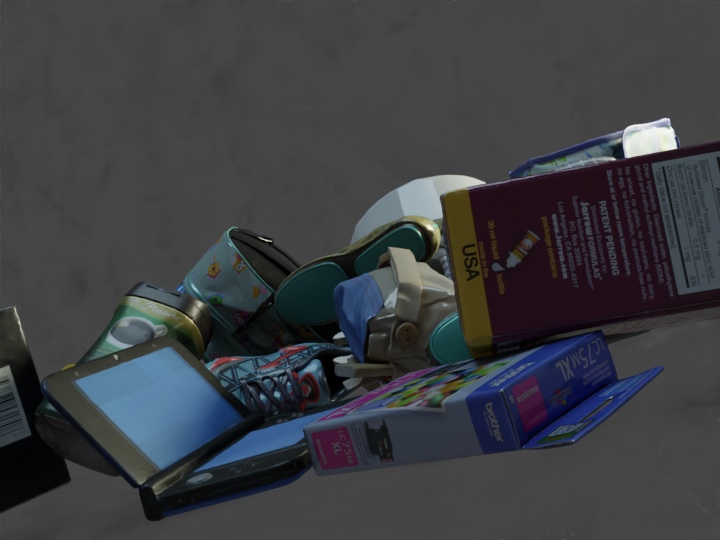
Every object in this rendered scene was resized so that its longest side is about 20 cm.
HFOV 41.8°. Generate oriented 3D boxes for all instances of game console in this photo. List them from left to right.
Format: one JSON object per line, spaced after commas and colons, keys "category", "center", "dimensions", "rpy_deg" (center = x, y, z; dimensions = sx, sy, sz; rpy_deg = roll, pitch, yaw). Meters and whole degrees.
{"category": "game console", "center": [-0.105, 0.096, 0.713], "dimensions": [0.169, 0.120, 0.200], "rpy_deg": [-19, 1, 18]}

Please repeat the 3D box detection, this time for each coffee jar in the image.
{"category": "coffee jar", "center": [-0.235, 0.103, 0.967], "dimensions": [0.103, 0.086, 0.201], "rpy_deg": [16, 49, 17]}

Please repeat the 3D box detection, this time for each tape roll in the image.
{"category": "tape roll", "center": [0.090, -0.010, 1.078], "dimensions": [0.199, 0.071, 0.204], "rpy_deg": [-8, -45, -8]}

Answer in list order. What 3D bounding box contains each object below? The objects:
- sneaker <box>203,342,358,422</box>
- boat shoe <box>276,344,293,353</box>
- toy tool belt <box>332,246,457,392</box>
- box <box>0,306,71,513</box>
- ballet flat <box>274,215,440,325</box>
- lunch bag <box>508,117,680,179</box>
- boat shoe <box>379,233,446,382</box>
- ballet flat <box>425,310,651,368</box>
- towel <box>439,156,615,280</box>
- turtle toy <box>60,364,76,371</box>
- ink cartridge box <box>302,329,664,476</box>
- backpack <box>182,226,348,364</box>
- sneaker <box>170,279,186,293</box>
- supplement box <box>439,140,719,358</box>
{"category": "sneaker", "center": [-0.073, 0.105, 0.873], "dimensions": [0.199, 0.080, 0.095], "rpy_deg": [-19, 3, -41]}
{"category": "boat shoe", "center": [-0.131, 0.129, 0.930], "dimensions": [0.199, 0.068, 0.072], "rpy_deg": [-19, 1, -39]}
{"category": "toy tool belt", "center": [0.017, 0.047, 0.829], "dimensions": [0.121, 0.127, 0.200], "rpy_deg": [-18, 14, -11]}
{"category": "box", "center": [-0.432, 0.162, 1.010], "dimensions": [0.199, 0.199, 0.117], "rpy_deg": [-18, 0, 42]}
{"category": "ballet flat", "center": [0.000, 0.000, 0.978], "dimensions": [0.199, 0.071, 0.071], "rpy_deg": [-28, -4, 28]}
{"category": "lunch bag", "center": [0.301, -0.074, 1.122], "dimensions": [0.197, 0.172, 0.127], "rpy_deg": [-17, 0, -7]}
{"category": "boat shoe", "center": [0.071, 0.045, 0.981], "dimensions": [0.200, 0.074, 0.073], "rpy_deg": [-45, -37, -8]}
{"category": "ballet flat", "center": [0.149, 0.046, 0.730], "dimensions": [0.197, 0.075, 0.074], "rpy_deg": [-17, 1, 5]}
{"category": "towel", "center": [0.169, -0.019, 0.855], "dimensions": [0.197, 0.086, 0.166], "rpy_deg": [-18, 32, 6]}
{"category": "turtle toy", "center": [-0.265, 0.154, 1.108], "dimensions": [0.198, 0.102, 0.146], "rpy_deg": [-16, 14, -17]}
{"category": "ink cartridge box", "center": [0.071, 0.080, 0.579], "dimensions": [0.199, 0.043, 0.119], "rpy_deg": [-16, 3, 44]}
{"category": "backpack", "center": [-0.114, 0.052, 1.101], "dimensions": [0.153, 0.201, 0.176], "rpy_deg": [-39, -4, 11]}
{"category": "sneaker", "center": [-0.227, 0.054, 1.132], "dimensions": [0.065, 0.080, 0.200], "rpy_deg": [-1, 11, 18]}
{"category": "supplement box", "center": [0.160, -0.009, 0.635], "dimensions": [0.197, 0.105, 0.131], "rpy_deg": [-10, -11, 6]}
